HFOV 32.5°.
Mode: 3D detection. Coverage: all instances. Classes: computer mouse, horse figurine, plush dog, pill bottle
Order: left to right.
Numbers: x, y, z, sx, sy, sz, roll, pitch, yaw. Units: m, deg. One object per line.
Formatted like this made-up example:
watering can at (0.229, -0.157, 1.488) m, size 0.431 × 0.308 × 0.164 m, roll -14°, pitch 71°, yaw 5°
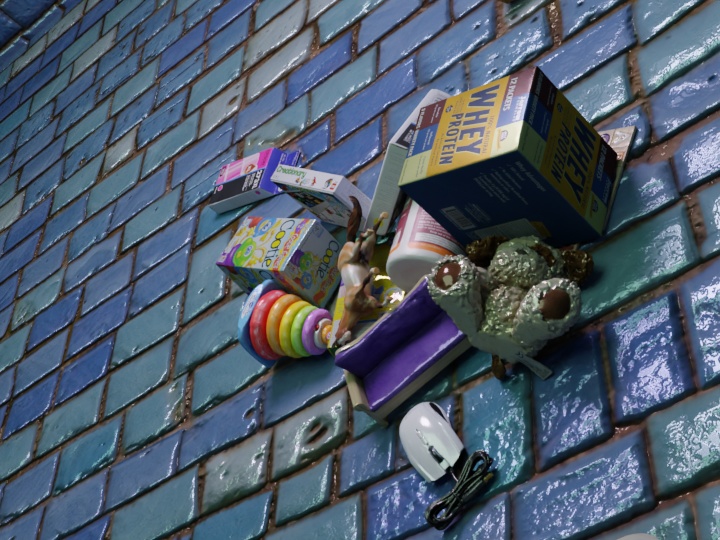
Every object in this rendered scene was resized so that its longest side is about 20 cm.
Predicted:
horse figurine at (0.000, 0.000, 1.737) m, size 0.133 × 0.049 × 0.202 m, roll 134°, pitch 138°, yaw -53°
computer mouse at (0.092, 0.229, 1.566) m, size 0.110 × 0.044 × 0.200 m, roll -48°, pitch 33°, yaw 7°
pill bottle at (0.114, -0.070, 1.756) m, size 0.113 × 0.114 × 0.202 m, roll -14°, pitch 48°, yaw 43°
plush dog at (0.202, 0.028, 1.570) m, size 0.198 × 0.161 × 0.172 m, roll 13°, pitch 51°, yaw 25°

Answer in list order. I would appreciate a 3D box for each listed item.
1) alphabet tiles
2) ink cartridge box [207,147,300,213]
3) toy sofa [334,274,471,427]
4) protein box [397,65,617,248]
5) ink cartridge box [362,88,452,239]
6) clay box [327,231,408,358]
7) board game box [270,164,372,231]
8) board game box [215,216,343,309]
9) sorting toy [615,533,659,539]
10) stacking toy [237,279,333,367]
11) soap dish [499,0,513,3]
alphabet tiles at (0.281, -0.103, 1.685) m, size 0.166 × 0.008 × 0.202 m, roll -6°, pitch 54°, yaw 48°
ink cartridge box at (-0.200, -0.171, 2.309) m, size 0.199 × 0.037 × 0.096 m, roll -13°, pitch 50°, yaw 42°
toy sofa at (0.064, 0.108, 1.666) m, size 0.200 × 0.097 × 0.083 m, roll -40°, pitch 34°, yaw 15°
protein box at (0.196, -0.131, 1.627) m, size 0.199 × 0.198 × 0.136 m, roll -14°, pitch 48°, yaw 42°
ink cartridge box at (0.065, -0.140, 1.824) m, size 0.198 × 0.047 × 0.202 m, roll -57°, pitch -14°, yaw -53°
clay box at (0.026, 0.035, 1.804) m, size 0.114 × 0.048 × 0.202 m, roll -8°, pitch 50°, yaw 26°
board game box at (-0.047, -0.113, 1.983) m, size 0.199 × 0.126 × 0.035 m, roll 17°, pitch 72°, yaw 55°
board game box at (-0.124, -0.015, 1.996) m, size 0.199 × 0.103 × 0.105 m, roll 5°, pitch 57°, yaw 52°
sorting toy at (0.243, 0.347, 1.249) m, size 0.199 × 0.107 × 0.181 m, roll -29°, pitch 20°, yaw 30°
stacking toy at (-0.079, 0.092, 1.873) m, size 0.198 × 0.110 × 0.117 m, roll 10°, pitch 64°, yaw 37°
soap dish at (0.267, -0.548, 2.055) m, size 0.157 × 0.081 × 0.201 m, roll -32°, pitch 38°, yaw 27°
